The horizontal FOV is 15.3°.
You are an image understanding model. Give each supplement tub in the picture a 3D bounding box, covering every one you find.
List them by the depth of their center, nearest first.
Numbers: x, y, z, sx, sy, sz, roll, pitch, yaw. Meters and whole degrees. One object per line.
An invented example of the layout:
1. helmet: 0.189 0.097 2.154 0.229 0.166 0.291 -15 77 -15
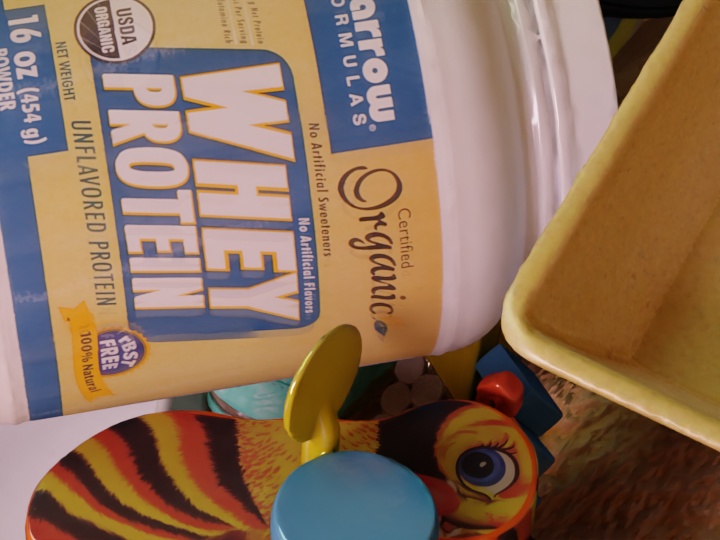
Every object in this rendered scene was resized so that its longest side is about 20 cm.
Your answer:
1. supplement tub: -0.034 -0.039 0.799 0.199 0.145 0.145 -9 19 -8

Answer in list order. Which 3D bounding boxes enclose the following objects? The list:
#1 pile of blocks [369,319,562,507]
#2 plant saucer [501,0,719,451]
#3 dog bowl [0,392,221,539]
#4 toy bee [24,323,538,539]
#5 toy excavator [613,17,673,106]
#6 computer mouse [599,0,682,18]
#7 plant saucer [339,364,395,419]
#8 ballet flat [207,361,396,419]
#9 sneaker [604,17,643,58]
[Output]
1. pile of blocks: 0.034 0.087 0.858 0.082 0.062 0.201 7 71 35
2. plant saucer: 0.163 -0.008 0.661 0.200 0.199 0.049 -57 -15 -26
3. dog bowl: -0.108 0.119 0.924 0.200 0.079 0.200 -39 23 20
4. toy bee: 0.008 0.076 0.785 0.131 0.199 0.109 -58 11 42
5. toy excavator: 0.120 -0.026 0.829 0.200 0.100 0.195 -18 35 47
6. computer mouse: 0.153 -0.130 0.833 0.200 0.046 0.140 -40 24 -9
7. plant saucer: -0.107 0.039 1.053 0.199 0.200 0.048 -17 60 22
8. ballet flat: 0.000 0.000 0.948 0.071 0.067 0.200 -65 -7 20
9. sneaker: 0.074 -0.152 0.917 0.105 0.075 0.200 89 -161 -51
